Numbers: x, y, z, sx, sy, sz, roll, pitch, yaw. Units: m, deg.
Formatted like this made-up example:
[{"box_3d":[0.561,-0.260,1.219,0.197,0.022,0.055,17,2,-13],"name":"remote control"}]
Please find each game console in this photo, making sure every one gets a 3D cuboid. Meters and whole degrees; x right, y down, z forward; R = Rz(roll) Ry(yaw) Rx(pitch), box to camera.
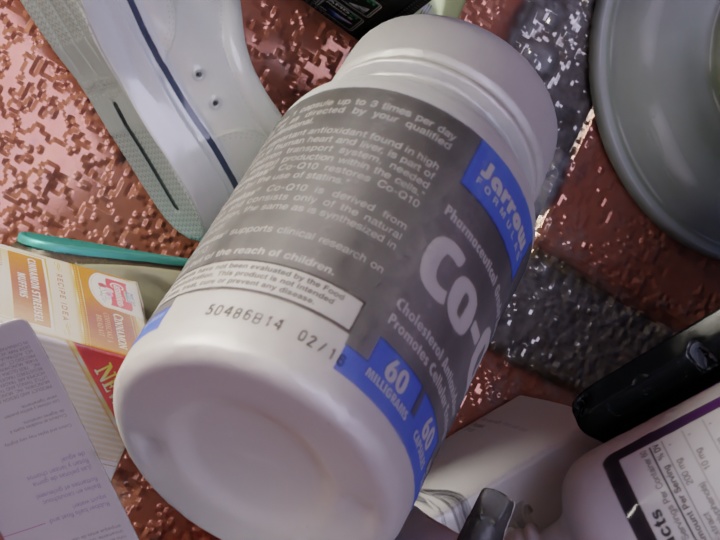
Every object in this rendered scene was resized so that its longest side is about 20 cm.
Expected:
[{"box_3d":[0.183,0.001,0.794,0.175,0.117,0.200,-33,151,19],"name":"game console"}]

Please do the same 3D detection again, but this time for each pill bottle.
[{"box_3d":[0.149,0.104,0.697,0.199,0.112,0.112,-29,104,8],"name":"pill bottle"},{"box_3d":[0.000,0.000,0.661,0.114,0.113,0.201,44,48,-18],"name":"pill bottle"}]

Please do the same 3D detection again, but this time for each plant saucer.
[{"box_3d":[0.208,-0.102,0.853,0.198,0.050,0.202,-1,93,-21],"name":"plant saucer"}]

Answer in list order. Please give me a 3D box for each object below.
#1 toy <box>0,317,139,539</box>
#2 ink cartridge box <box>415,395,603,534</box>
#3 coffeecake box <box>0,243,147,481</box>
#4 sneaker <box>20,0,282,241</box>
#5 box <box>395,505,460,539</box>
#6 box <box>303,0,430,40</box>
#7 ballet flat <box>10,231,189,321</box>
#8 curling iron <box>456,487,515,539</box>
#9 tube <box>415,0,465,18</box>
[{"box_3d":[-0.123,0.111,0.637,0.114,0.047,0.201,-17,114,16],"name":"toy"},{"box_3d":[0.039,0.167,0.785,0.199,0.083,0.148,-29,102,-17],"name":"ink cartridge box"},{"box_3d":[-0.197,0.059,0.666,0.198,0.073,0.155,16,111,-21],"name":"coffeecake box"},{"box_3d":[-0.092,-0.112,0.732,0.071,0.073,0.201,-38,115,-24],"name":"sneaker"},{"box_3d":[0.017,0.199,0.668,0.097,0.124,0.202,-26,101,-15],"name":"box"},{"box_3d":[-0.041,-0.174,0.661,0.199,0.193,0.048,35,81,-11],"name":"box"},{"box_3d":[-0.056,0.022,0.751,0.198,0.069,0.070,3,92,-13],"name":"ballet flat"},{"box_3d":[-0.001,0.162,0.580,0.049,0.026,0.201,34,83,-20],"name":"curling iron"},{"box_3d":[0.049,-0.193,0.788,0.201,0.058,0.052,-61,149,-3],"name":"tube"}]
